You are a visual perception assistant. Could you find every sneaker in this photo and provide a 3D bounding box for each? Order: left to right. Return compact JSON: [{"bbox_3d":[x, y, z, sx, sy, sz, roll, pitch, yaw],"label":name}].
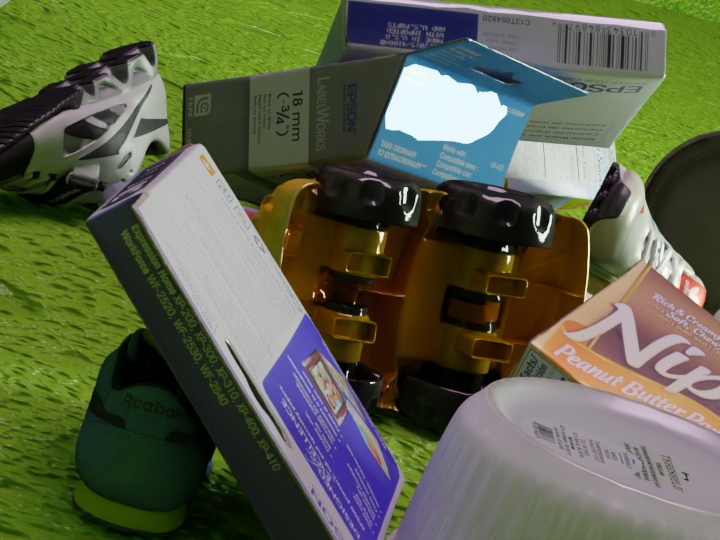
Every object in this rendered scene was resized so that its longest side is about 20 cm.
[{"bbox_3d":[-0.184,-0.070,1.751,0.074,0.089,0.200,-3,21,42],"label":"sneaker"},{"bbox_3d":[-0.094,0.060,1.324,0.066,0.079,0.200,15,12,-3],"label":"sneaker"},{"bbox_3d":[0.195,-0.008,1.898,0.093,0.070,0.200,27,-16,10],"label":"sneaker"}]

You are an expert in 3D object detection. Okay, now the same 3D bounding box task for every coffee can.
[{"bbox_3d":[0.309,-0.035,2.112,0.146,0.147,0.200,24,14,22],"label":"coffee can"}]

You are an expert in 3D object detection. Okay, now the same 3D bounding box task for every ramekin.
[{"bbox_3d":[0.115,0.127,1.273,0.199,0.105,0.200,18,14,-4],"label":"ramekin"}]

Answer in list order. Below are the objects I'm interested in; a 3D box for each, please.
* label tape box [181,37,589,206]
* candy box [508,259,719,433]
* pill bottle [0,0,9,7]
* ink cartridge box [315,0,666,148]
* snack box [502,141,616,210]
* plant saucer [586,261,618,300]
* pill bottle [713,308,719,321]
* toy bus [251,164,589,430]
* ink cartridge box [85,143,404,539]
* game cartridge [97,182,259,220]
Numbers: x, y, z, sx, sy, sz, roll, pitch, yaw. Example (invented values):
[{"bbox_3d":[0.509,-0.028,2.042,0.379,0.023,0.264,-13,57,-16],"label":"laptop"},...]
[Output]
[{"bbox_3d":[0.015,-0.078,1.650,0.199,0.064,0.144,-6,-13,34],"label":"label tape box"},{"bbox_3d":[0.181,0.092,1.433,0.200,0.055,0.115,39,40,16],"label":"candy box"},{"bbox_3d":[-0.339,-0.278,2.290,0.109,0.110,0.200,12,15,-26],"label":"pill bottle"},{"bbox_3d":[0.071,-0.112,1.731,0.199,0.041,0.200,5,-15,-7],"label":"ink cartridge box"},{"bbox_3d":[0.058,-0.073,1.957,0.168,0.068,0.200,-7,-5,40],"label":"snack box"},{"bbox_3d":[0.106,0.007,1.787,0.199,0.048,0.200,29,9,9],"label":"plant saucer"},{"bbox_3d":[0.274,0.057,1.768,0.112,0.113,0.200,22,13,16],"label":"pill bottle"},{"bbox_3d":[0.000,0.000,1.590,0.199,0.136,0.192,8,11,-32],"label":"toy bus"},{"bbox_3d":[-0.052,0.046,1.268,0.199,0.043,0.200,59,9,-6],"label":"ink cartridge box"},{"bbox_3d":[-0.054,-0.003,1.733,0.199,0.041,0.133,12,18,-25],"label":"game cartridge"}]
